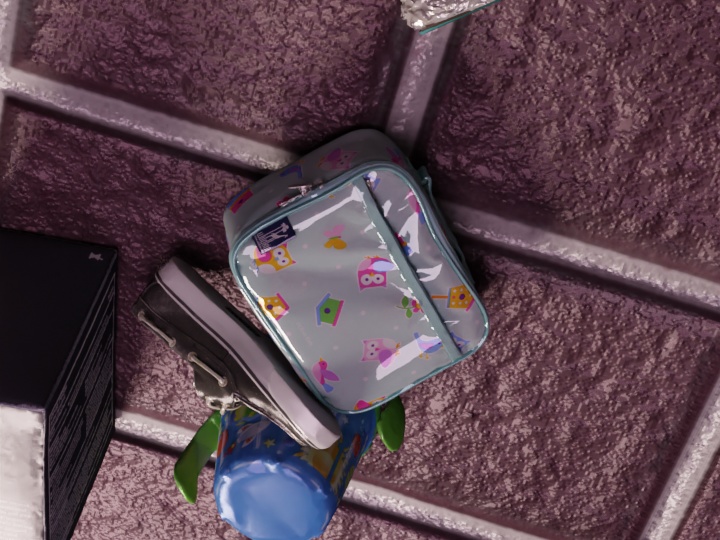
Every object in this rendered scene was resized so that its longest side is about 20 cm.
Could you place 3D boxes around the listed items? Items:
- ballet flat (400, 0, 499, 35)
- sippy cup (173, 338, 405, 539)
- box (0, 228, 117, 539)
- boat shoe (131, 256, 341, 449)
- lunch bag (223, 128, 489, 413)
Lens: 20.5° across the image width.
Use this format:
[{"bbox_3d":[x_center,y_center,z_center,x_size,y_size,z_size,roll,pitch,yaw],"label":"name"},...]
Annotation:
[{"bbox_3d":[0.111,-0.212,1.323,0.199,0.072,0.072,-15,123,22],"label":"ballet flat"},{"bbox_3d":[-0.059,0.145,1.592,0.139,0.131,0.178,28,127,-10],"label":"sippy cup"},{"bbox_3d":[-0.273,0.106,1.565,0.123,0.200,0.199,11,128,4],"label":"box"},{"bbox_3d":[-0.097,0.077,1.537,0.200,0.071,0.064,44,97,21],"label":"boat shoe"},{"bbox_3d":[0.000,0.000,1.484,0.160,0.077,0.200,-26,121,9],"label":"lunch bag"}]
